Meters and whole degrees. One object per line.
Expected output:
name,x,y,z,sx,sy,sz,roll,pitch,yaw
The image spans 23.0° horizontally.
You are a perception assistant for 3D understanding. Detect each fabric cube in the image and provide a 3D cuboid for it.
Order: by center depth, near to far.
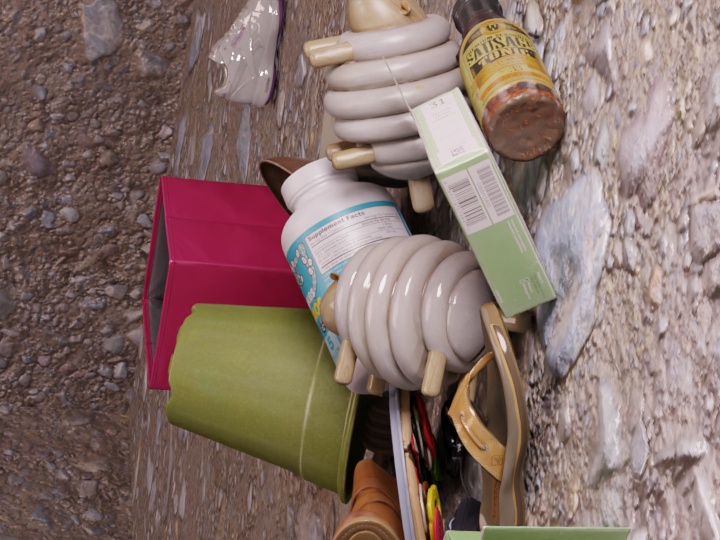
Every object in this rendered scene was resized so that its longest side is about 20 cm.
fabric cube,-0.154,0.022,2.164,0.200,0.199,0.196,-104,23,-54

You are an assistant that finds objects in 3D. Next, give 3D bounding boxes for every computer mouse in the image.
computer mouse,0.079,0.187,1.461,0.200,0.034,0.059,-98,17,-45

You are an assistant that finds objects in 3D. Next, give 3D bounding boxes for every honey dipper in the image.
honey dipper,0.013,0.221,1.732,0.038,0.038,0.200,-117,33,-66

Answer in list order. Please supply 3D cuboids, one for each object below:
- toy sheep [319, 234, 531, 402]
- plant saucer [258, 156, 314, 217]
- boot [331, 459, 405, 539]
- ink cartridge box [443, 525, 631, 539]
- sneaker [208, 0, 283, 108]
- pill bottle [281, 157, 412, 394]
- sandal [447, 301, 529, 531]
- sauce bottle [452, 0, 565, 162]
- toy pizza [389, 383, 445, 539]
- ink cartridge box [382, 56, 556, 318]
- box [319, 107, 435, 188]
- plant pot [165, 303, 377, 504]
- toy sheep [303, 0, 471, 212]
toy sheep,0.050,0.037,1.415,0.200,0.138,0.138,6,92,34
plant saucer,-0.017,-0.046,1.731,0.037,0.200,0.200,-45,7,-11
boot,0.016,0.225,1.547,0.200,0.077,0.155,66,-163,-46
ink cartridge box,0.101,0.229,1.191,0.059,0.104,0.200,-106,24,-55
sneaker,-0.165,-0.338,2.557,0.075,0.100,0.200,-154,71,-78
pill bottle,0.000,0.000,1.562,0.200,0.111,0.111,65,156,20
sandal,0.093,0.123,1.329,0.080,0.054,0.200,-113,21,-68
sauce bottle,0.108,-0.159,1.382,0.200,0.066,0.066,-108,25,-54
toy pizza,0.053,0.186,1.505,0.200,0.032,0.200,-8,-90,-86
ink cartridge box,0.081,-0.075,1.350,0.200,0.048,0.146,-105,-12,-56
box,0.026,-0.126,1.670,0.200,0.095,0.078,173,102,-76
plant pot,-0.084,0.110,1.719,0.200,0.190,0.200,11,-90,-84
toy sheep,0.030,-0.146,1.499,0.138,0.138,0.200,-127,24,-71
